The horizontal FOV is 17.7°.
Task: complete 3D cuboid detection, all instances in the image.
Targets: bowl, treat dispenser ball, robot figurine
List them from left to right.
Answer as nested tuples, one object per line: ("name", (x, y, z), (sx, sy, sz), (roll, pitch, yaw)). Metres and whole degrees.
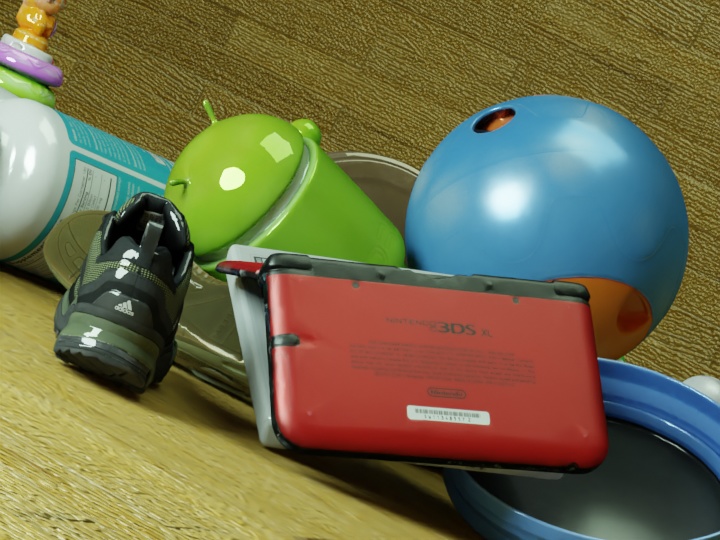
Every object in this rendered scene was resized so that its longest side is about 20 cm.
("robot figurine", (-0.050, -0.024, 1.563), (0.116, 0.176, 0.200), (-23, -56, 37))
("treat dispenser ball", (0.131, -0.023, 1.632), (0.200, 0.201, 0.201), (26, 2, -1))
("bowl", (0.144, 0.120, 1.391), (0.200, 0.039, 0.201), (7, 29, -4))

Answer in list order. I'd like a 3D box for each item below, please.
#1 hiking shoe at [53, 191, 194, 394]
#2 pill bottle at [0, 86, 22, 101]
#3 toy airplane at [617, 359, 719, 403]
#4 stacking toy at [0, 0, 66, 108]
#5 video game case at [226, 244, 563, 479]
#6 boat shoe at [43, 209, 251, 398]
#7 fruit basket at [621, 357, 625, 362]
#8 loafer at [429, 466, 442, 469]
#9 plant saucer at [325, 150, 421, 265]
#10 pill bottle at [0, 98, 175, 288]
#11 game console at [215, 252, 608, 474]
("hiking shoe", (-0.123, 0.008, 1.303), (0.076, 0.101, 0.200), (26, 2, -9))
("pill bottle", (-0.337, -0.118, 1.657), (0.200, 0.114, 0.114), (27, 2, 22))
("toy airplane", (0.198, 0.132, 1.532), (0.200, 0.141, 0.199), (26, 3, -8))
("stacking toy", (-0.278, -0.145, 1.823), (0.110, 0.200, 0.116), (25, 1, -14))
("video game case", (0.017, 0.053, 1.393), (0.181, 0.023, 0.200), (8, 28, -14))
("boat shoe", (-0.117, 0.027, 1.480), (0.200, 0.073, 0.063), (24, -33, 20))
("fruit basket", (0.109, 0.090, 1.811), (0.215, 0.216, 0.155), (25, -33, -28))
("loafer", (0.020, 0.081, 1.567), (0.071, 0.073, 0.200), (26, 1, 35))
("plant saucer", (0.000, 0.000, 1.717), (0.200, 0.200, 0.029), (26, -23, 0))
("pill bottle", (-0.206, -0.049, 1.570), (0.200, 0.111, 0.111), (24, 3, -43))
("game console", (0.026, 0.053, 1.354), (0.199, 0.173, 0.119), (5, -30, -18))
